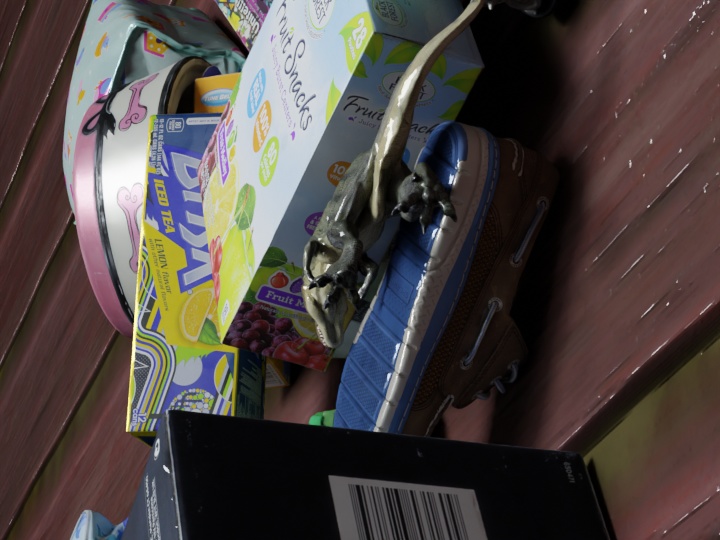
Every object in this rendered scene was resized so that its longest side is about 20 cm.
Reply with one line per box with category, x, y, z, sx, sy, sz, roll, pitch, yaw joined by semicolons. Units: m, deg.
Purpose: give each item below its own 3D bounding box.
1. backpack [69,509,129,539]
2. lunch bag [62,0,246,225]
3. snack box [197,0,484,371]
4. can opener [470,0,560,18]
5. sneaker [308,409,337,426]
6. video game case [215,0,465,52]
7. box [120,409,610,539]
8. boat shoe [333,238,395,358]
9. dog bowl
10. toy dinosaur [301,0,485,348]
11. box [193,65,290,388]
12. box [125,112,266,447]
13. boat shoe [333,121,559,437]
backpack;-0.128;0.253;1.422;0.183;0.147;0.200;-108;26;-62
lunch bag;-0.175;-0.107;1.781;0.170;0.122;0.200;-132;58;-67
snack box;-0.017;-0.078;1.182;0.200;0.068;0.169;-62;24;29
can opener;0.093;-0.174;1.053;0.200;0.063;0.079;148;129;-68
sneaker;-0.027;0.129;1.260;0.200;0.084;0.074;118;154;-48
video game case;-0.017;-0.190;1.302;0.200;0.036;0.181;56;133;31
box;-0.013;0.178;0.999;0.123;0.200;0.198;-103;28;-48
boat shoe;0.000;0.000;1.279;0.200;0.074;0.065;-30;44;60
dog bowl;-0.129;-0.040;1.512;0.200;0.074;0.200;-7;-90;-75
toy dinosaur;0.009;-0.033;1.061;0.088;0.047;0.200;-94;28;-57
box;-0.077;-0.035;1.478;0.119;0.041;0.200;60;-151;-62
box;-0.094;0.007;1.359;0.064;0.070;0.200;55;-144;-69
boat shoe;0.045;0.031;1.095;0.072;0.072;0.200;-124;51;-63
